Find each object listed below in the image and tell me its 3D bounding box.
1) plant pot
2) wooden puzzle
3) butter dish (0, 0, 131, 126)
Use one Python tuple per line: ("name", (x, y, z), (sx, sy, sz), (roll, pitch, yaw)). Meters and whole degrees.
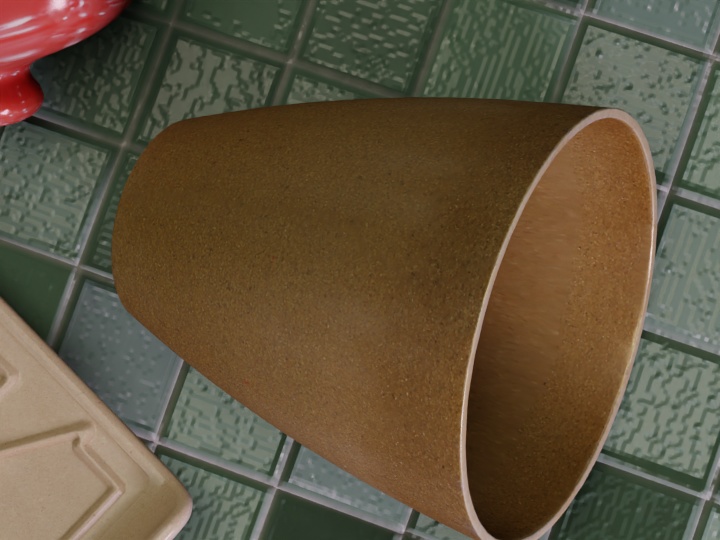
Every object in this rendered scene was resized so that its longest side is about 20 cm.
("plant pot", (0.000, 0.000, 1.007), (0.199, 0.186, 0.187), (16, 84, 25))
("wooden puzzle", (-0.198, 0.109, 1.081), (0.185, 0.046, 0.200), (-46, 73, 0))
("butter dish", (-0.174, -0.139, 1.062), (0.199, 0.200, 0.149), (-5, 104, 8))
